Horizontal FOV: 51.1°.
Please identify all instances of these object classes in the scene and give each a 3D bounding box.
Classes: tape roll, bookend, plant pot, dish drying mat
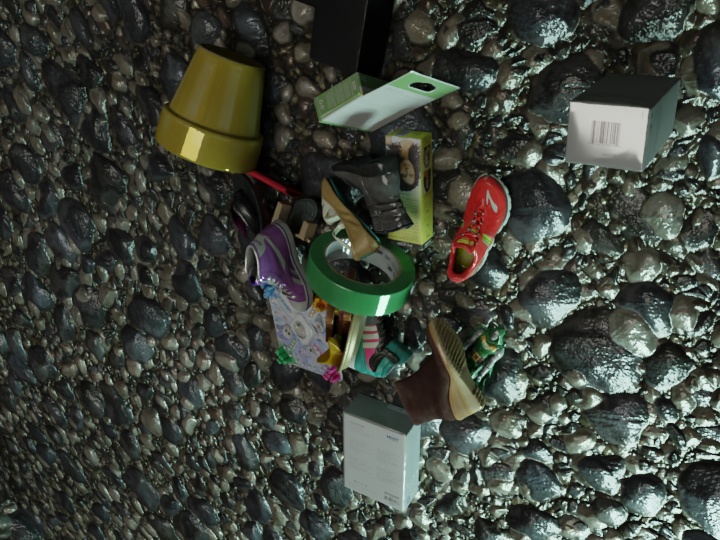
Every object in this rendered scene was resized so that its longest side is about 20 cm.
[{"bbox_3d":[0.000,0.000,1.363,0.198,0.200,0.049,28,126,19],"label":"tape roll"},{"bbox_3d":[-0.050,-0.442,1.252,0.196,0.092,0.203,26,126,23],"label":"bookend"},{"bbox_3d":[-0.264,-0.308,1.407,0.198,0.200,0.192,28,110,19],"label":"plant pot"},{"bbox_3d":[-0.211,-0.194,1.492,0.198,0.077,0.018,30,97,19],"label":"dish drying mat"}]

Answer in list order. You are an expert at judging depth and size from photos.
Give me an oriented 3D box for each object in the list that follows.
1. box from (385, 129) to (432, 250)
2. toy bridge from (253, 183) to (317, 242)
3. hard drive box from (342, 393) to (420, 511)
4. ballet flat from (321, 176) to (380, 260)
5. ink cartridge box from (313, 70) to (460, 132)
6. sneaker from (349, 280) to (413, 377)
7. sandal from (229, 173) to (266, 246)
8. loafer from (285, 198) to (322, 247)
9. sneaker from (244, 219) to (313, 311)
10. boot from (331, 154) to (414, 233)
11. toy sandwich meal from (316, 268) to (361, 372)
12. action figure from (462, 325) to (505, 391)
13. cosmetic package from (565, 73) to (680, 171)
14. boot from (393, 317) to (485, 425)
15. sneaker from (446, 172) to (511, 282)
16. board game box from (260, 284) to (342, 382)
[{"bbox_3d":[0.087,-0.142,1.333,0.074,0.050,0.204,11,118,30],"label":"box"},{"bbox_3d":[-0.157,-0.101,1.476,0.199,0.027,0.068,37,113,39],"label":"toy bridge"},{"bbox_3d":[0.044,0.386,1.600,0.153,0.077,0.204,15,120,27],"label":"hard drive box"},{"bbox_3d":[-0.036,-0.096,1.378,0.063,0.069,0.201,-38,52,2],"label":"ballet flat"},{"bbox_3d":[0.042,-0.289,1.229,0.198,0.144,0.049,-22,78,38],"label":"ink cartridge box"},{"bbox_3d":[0.051,0.128,1.468,0.119,0.083,0.203,24,120,17],"label":"sneaker"},{"bbox_3d":[-0.222,-0.093,1.486,0.075,0.047,0.205,-1,105,50],"label":"sandal"},{"bbox_3d":[-0.136,-0.080,1.517,0.199,0.062,0.073,-33,61,36],"label":"loafer"},{"bbox_3d":[-0.165,0.016,1.447,0.072,0.114,0.203,10,132,41],"label":"sneaker"},{"bbox_3d":[0.016,-0.131,1.329,0.199,0.069,0.134,22,130,64],"label":"boot"},{"bbox_3d":[-0.042,0.097,1.445,0.069,0.207,0.208,12,123,-5],"label":"toy sandwich meal"},{"bbox_3d":[0.208,0.170,1.405,0.118,0.054,0.201,42,125,12],"label":"action figure"},{"bbox_3d":[0.359,-0.208,1.023,0.106,0.199,0.087,13,118,30],"label":"cosmetic package"},{"bbox_3d":[0.123,0.194,1.391,0.164,0.072,0.203,-19,103,36],"label":"boot"},{"bbox_3d":[0.196,-0.064,1.275,0.076,0.085,0.203,25,124,20],"label":"sneaker"},{"bbox_3d":[-0.128,0.127,1.593,0.198,0.026,0.204,11,118,44],"label":"board game box"}]
